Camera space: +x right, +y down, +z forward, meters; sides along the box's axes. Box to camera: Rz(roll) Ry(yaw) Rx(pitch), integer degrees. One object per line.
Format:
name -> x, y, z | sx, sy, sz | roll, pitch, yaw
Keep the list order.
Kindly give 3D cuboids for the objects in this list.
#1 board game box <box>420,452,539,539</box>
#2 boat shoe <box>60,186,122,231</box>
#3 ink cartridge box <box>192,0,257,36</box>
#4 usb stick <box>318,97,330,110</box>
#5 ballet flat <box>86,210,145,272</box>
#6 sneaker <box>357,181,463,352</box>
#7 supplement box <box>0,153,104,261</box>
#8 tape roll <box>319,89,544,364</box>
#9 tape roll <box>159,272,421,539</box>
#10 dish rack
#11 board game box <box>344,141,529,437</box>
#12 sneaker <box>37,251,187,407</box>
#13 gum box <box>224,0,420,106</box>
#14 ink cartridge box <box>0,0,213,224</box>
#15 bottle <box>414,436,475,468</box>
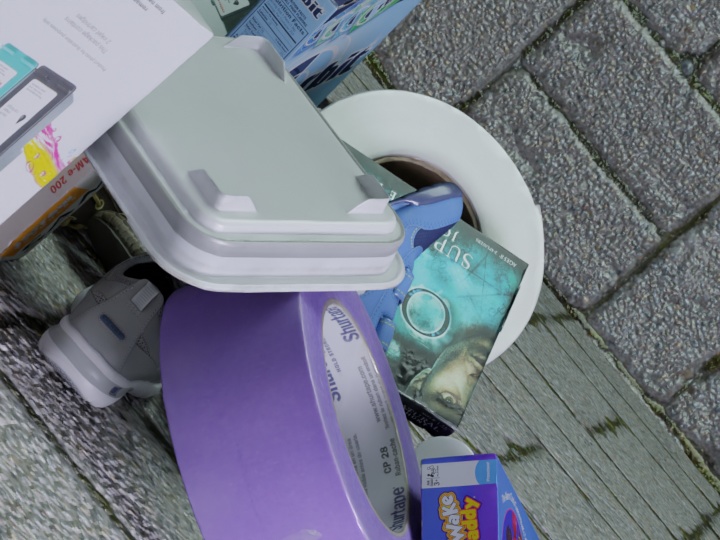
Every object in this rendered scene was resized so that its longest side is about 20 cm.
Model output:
board game box -> 0.076, 0.204, 1.517 | 0.200, 0.045, 0.135 | 62, 26, -63
boat shoe -> -0.180, -0.064, 1.658 | 0.072, 0.059, 0.200 | 40, -19, 38
ink cartridge box -> -0.121, -0.201, 1.762 | 0.200, 0.083, 0.147 | -30, 96, -59
usb stick -> -0.098, -0.095, 1.815 | 0.199, 0.033, 0.056 | -13, 63, -42
ballet flat -> -0.098, 0.035, 1.655 | 0.200, 0.046, 0.067 | 50, -17, -9
sneaker -> -0.007, 0.020, 1.594 | 0.082, 0.200, 0.074 | 51, -17, 1
supplement box -> -0.222, -0.120, 1.508 | 0.200, 0.126, 0.074 | 50, 8, 3
tape roll -> 0.005, -0.005, 1.765 | 0.203, 0.203, 0.139 | 49, -32, -4
tape roll -> -0.034, 0.093, 1.442 | 0.200, 0.085, 0.201 | -18, 90, -79
dish rack -> -0.071, -0.070, 1.417 | 0.171, 0.044, 0.200 | -1, 41, -40
board game box -> 0.000, 0.000, 1.663 | 0.200, 0.136, 0.028 | 32, -29, -13
sneaker -> -0.122, 0.027, 1.513 | 0.075, 0.082, 0.200 | 48, 9, -5
gum box -> -0.046, -0.141, 1.699 | 0.045, 0.200, 0.170 | 52, 34, 6
ink cartridge box -> -0.214, -0.131, 1.349 | 0.147, 0.200, 0.146 | 55, 9, 34
bottle -> 0.053, 0.156, 1.703 | 0.084, 0.065, 0.200 | 46, -12, 15
